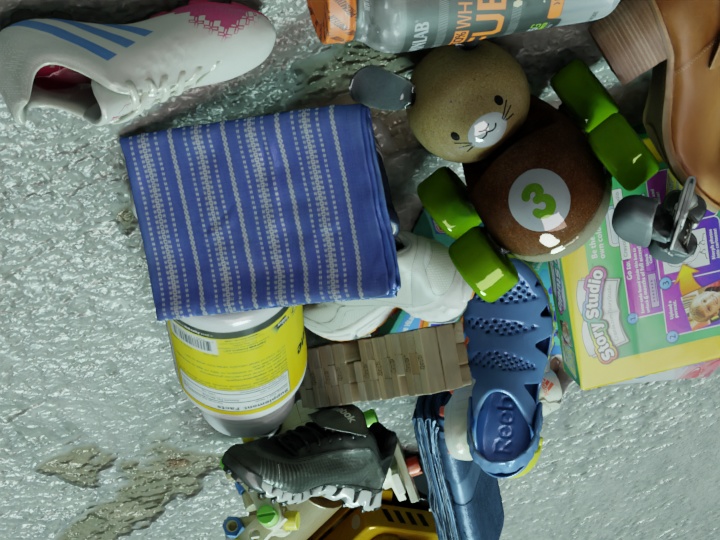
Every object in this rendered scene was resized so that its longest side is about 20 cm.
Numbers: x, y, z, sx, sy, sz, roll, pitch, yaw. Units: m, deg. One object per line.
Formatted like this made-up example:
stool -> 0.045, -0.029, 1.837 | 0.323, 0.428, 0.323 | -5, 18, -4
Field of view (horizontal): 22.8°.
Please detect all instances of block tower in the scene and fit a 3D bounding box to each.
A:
block tower -> 0.016, 0.082, 1.513 | 0.054, 0.058, 0.199 | -9, 179, -35

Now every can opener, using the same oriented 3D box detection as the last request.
can opener -> 0.222, -0.039, 1.334 | 0.066, 0.054, 0.200 | 16, 179, 7

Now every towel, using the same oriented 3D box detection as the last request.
towel -> 0.091, 0.184, 1.681 | 0.048, 0.112, 0.201 | -2, 121, 20
towel -> -0.073, -0.039, 1.305 | 0.198, 0.146, 0.024 | -6, -167, 19

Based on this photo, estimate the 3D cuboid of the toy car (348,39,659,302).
toy car -> 0.089, -0.109, 1.310 | 0.164, 0.158, 0.200 | -39, 129, 11

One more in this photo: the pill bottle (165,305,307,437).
pill bottle -> -0.101, 0.050, 1.460 | 0.112, 0.113, 0.201 | -12, 145, -7

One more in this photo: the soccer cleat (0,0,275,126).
soccer cleat -> -0.150, -0.133, 1.214 | 0.198, 0.087, 0.070 | -6, 144, -16

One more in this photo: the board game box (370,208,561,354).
board game box -> 0.123, 0.013, 1.562 | 0.199, 0.045, 0.152 | 1, 141, -23

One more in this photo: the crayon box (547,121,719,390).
crayon box -> 0.241, -0.020, 1.470 | 0.171, 0.058, 0.202 | -12, 107, -5

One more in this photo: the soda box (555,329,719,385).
soda box -> 0.268, 0.057, 1.622 | 0.199, 0.064, 0.070 | 0, 139, -47

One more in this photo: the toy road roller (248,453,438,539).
toy road roller -> 0.000, 0.264, 1.762 | 0.199, 0.147, 0.123 | 13, 135, -35

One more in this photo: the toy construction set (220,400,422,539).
toy construction set -> -0.043, 0.184, 1.647 | 0.199, 0.132, 0.092 | -15, 157, -8

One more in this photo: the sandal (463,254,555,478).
sandal -> 0.121, 0.087, 1.481 | 0.079, 0.087, 0.202 | -2, 102, 11

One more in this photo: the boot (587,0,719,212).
boot -> 0.280, -0.152, 1.354 | 0.155, 0.077, 0.201 | -31, 113, 8

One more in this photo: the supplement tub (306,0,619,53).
supplement tub -> 0.064, -0.211, 1.168 | 0.198, 0.123, 0.123 | -11, 145, -9

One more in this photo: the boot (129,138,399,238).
boot -> -0.072, -0.047, 1.359 | 0.198, 0.091, 0.073 | -13, 145, -6

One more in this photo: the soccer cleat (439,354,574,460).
soccer cleat -> 0.137, 0.113, 1.611 | 0.077, 0.070, 0.200 | -3, -164, 31

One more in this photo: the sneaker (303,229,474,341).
sneaker -> 0.000, 0.000, 1.443 | 0.092, 0.076, 0.199 | 33, 150, -33

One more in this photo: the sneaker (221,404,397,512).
sneaker -> -0.038, 0.152, 1.530 | 0.199, 0.066, 0.091 | 15, 104, -49
